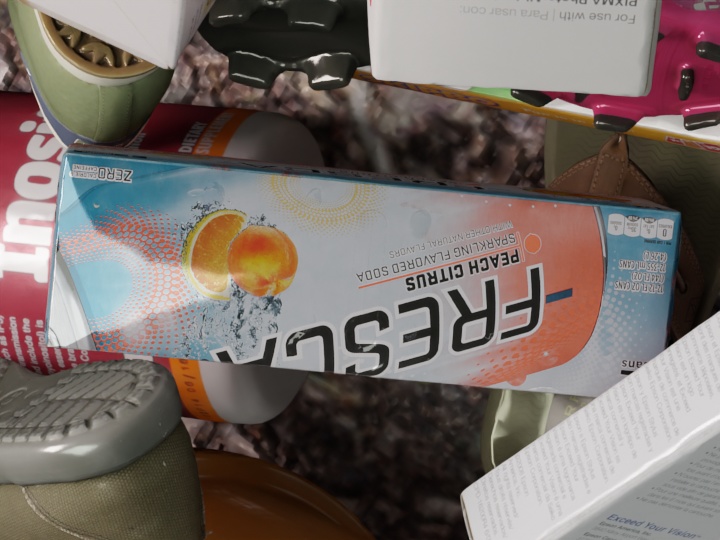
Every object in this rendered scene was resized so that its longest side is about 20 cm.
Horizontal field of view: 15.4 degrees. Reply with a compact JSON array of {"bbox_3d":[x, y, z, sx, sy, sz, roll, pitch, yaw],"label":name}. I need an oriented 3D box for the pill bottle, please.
[{"bbox_3d":[-0.119,-0.009,0.976,0.199,0.113,0.113,5,110,17],"label":"pill bottle"}]

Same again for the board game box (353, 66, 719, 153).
[{"bbox_3d":[0.080,-0.097,0.900,0.199,0.030,0.096,13,88,15],"label":"board game box"}]

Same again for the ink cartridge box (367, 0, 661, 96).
[{"bbox_3d":[0.045,-0.168,0.743,0.083,0.145,0.201,2,124,-3],"label":"ink cartridge box"}]

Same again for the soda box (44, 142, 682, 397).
[{"bbox_3d":[0.000,0.000,0.863,0.199,0.068,0.064,5,95,-4],"label":"soda box"}]

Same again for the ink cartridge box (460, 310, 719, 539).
[{"bbox_3d":[0.167,0.056,0.859,0.200,0.196,0.043,-38,52,31],"label":"ink cartridge box"}]

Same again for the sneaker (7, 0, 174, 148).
[{"bbox_3d":[-0.098,-0.131,0.923,0.067,0.201,0.090,-2,153,-11],"label":"sneaker"}]

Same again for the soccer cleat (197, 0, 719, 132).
[{"bbox_3d":[0.042,-0.101,0.863,0.199,0.087,0.070,7,152,10],"label":"soccer cleat"}]

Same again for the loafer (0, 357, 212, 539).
[{"bbox_3d":[-0.117,0.074,0.883,0.200,0.075,0.070,-3,116,57],"label":"loafer"}]

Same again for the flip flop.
[{"bbox_3d":[0.086,0.000,0.935,0.081,0.058,0.201,20,106,12],"label":"flip flop"}]

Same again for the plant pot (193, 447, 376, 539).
[{"bbox_3d":[-0.038,0.162,0.923,0.183,0.200,0.201,-5,112,60],"label":"plant pot"}]

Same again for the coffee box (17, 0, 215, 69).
[{"bbox_3d":[-0.059,-0.176,0.843,0.114,0.200,0.080,26,148,9],"label":"coffee box"}]
